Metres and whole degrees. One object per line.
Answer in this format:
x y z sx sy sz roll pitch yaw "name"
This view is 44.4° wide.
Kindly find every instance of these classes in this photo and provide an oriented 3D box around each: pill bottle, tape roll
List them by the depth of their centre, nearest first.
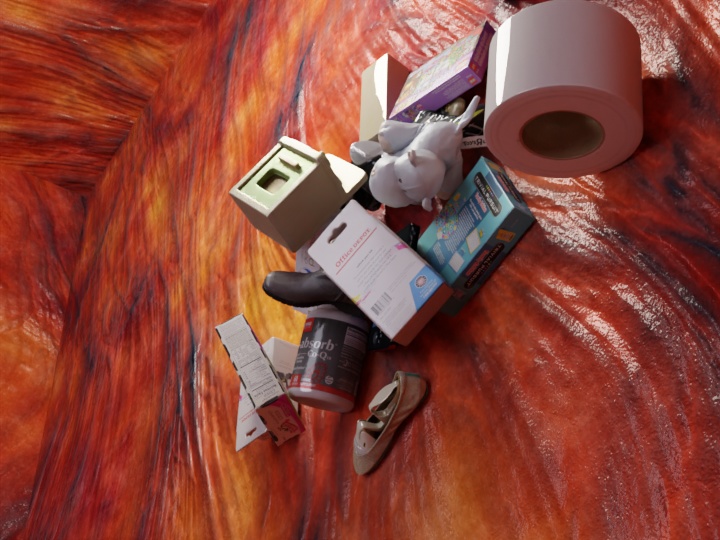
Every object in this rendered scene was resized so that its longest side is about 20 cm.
0.264 -0.231 1.152 0.203 0.202 0.140 -29 46 49 "tape roll"
-0.048 0.133 1.512 0.116 0.116 0.201 -16 56 55 "pill bottle"

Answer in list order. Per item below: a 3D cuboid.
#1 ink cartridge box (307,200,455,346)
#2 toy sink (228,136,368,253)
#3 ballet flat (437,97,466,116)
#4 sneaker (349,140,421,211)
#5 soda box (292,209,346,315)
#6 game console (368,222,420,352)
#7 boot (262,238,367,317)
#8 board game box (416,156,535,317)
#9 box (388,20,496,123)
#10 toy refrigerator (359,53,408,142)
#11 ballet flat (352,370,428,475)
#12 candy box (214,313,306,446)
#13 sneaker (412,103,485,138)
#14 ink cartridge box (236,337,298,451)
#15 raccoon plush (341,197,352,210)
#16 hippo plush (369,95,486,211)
0.029 0.001 1.317 0.115 0.068 0.200 -48 65 6 "ink cartridge box"
-0.108 -0.154 1.551 0.200 0.112 0.130 -45 45 -13 "toy sink"
0.114 -0.248 1.571 0.200 0.057 0.067 -33 41 46 "ballet flat"
0.048 -0.147 1.601 0.200 0.075 0.114 43 139 37 "sneaker"
-0.076 -0.017 1.630 0.068 0.064 0.201 20 112 39 "soda box"
0.052 0.032 1.423 0.177 0.031 0.201 129 152 -80 "game console"
-0.054 -0.002 1.428 0.070 0.199 0.132 -89 9 -46 "boot"
0.166 -0.052 1.351 0.200 0.047 0.151 -53 31 24 "board game box"
0.146 -0.340 1.552 0.200 0.039 0.137 -27 31 44 "box"
0.050 -0.319 1.726 0.076 0.070 0.201 -30 45 38 "toy refrigerator"
0.028 0.231 1.366 0.200 0.062 0.067 -57 29 18 "ballet flat"
-0.176 0.190 1.551 0.061 0.137 0.200 -28 52 -7 "candy box"
0.133 -0.240 1.483 0.200 0.074 0.081 -22 72 40 "sneaker"
-0.176 0.245 1.684 0.115 0.068 0.201 -39 38 40 "ink cartridge box"
-0.090 -0.131 1.697 0.200 0.134 0.097 97 163 -67 "raccoon plush"
0.102 -0.148 1.382 0.199 0.160 0.161 -8 35 27 "hippo plush"
